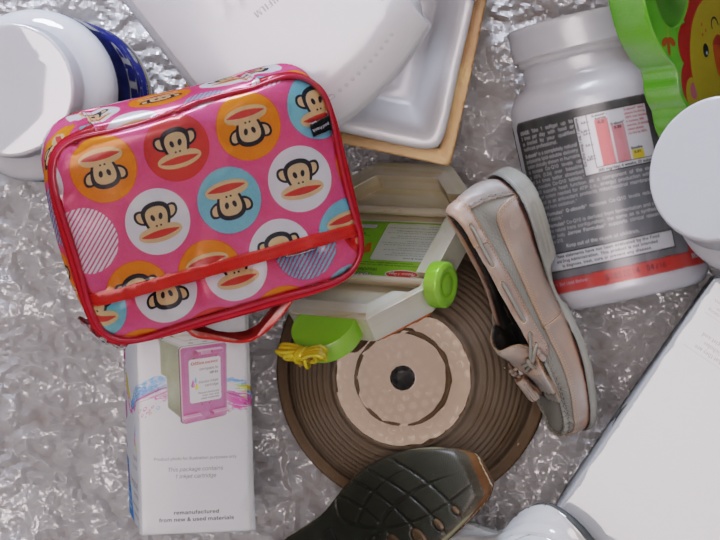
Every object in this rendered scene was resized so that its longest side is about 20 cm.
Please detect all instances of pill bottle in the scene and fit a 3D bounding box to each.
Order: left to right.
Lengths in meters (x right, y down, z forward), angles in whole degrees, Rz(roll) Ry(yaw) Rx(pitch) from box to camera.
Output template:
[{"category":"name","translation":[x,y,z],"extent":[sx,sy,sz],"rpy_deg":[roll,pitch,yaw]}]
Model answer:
[{"category":"pill bottle","translation":[-0.222,-0.122,1.704],"extent":[0.119,0.200,0.120],"rpy_deg":[0,92,7]},{"category":"pill bottle","translation":[0.170,-0.079,1.700],"extent":[0.116,0.116,0.200],"rpy_deg":[-12,90,7]},{"category":"pill bottle","translation":[0.277,-0.046,1.602],"extent":[0.116,0.200,0.116],"rpy_deg":[-8,74,31]}]

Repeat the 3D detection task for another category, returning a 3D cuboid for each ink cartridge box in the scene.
[{"category":"ink cartridge box","translation":[-0.124,0.079,1.717],"extent":[0.084,0.145,0.201],"rpy_deg":[-1,91,-9]}]

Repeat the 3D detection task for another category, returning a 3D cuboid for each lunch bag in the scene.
[{"category":"lunch bag","translation":[-0.103,-0.034,1.604],"extent":[0.200,0.082,0.177],"rpy_deg":[-16,106,-9]}]

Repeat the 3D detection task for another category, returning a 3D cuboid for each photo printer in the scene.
[{"category":"photo printer","translation":[-0.062,-0.188,1.667],"extent":[0.166,0.069,0.200],"rpy_deg":[-38,87,7]}]

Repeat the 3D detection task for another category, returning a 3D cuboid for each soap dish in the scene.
[{"category":"soap dish","translation":[-0.014,-0.172,1.738],"extent":[0.200,0.081,0.158],"rpy_deg":[12,93,7]}]

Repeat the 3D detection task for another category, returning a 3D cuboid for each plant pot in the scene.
[{"category":"plant pot","translation":[0.034,0.074,1.733],"extent":[0.200,0.093,0.201],"rpy_deg":[0,91,8]}]

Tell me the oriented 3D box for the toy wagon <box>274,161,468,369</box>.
[{"category":"toy wagon","translation":[0.000,0.000,1.697],"extent":[0.155,0.040,0.200],"rpy_deg":[4,48,32]}]

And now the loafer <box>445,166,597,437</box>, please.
[{"category":"loafer","translation":[0.107,0.029,1.670],"extent":[0.063,0.072,0.200],"rpy_deg":[-25,110,-22]}]

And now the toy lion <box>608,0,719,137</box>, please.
[{"category":"toy lion","translation":[0.223,-0.170,1.659],"extent":[0.069,0.200,0.192],"rpy_deg":[-4,78,32]}]

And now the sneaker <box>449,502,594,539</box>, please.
[{"category":"sneaker","translation":[0.084,0.221,1.688],"extent":[0.075,0.200,0.087],"rpy_deg":[45,58,-5]}]

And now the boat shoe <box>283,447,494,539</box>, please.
[{"category":"boat shoe","translation":[0.018,0.182,1.720],"extent":[0.200,0.074,0.076],"rpy_deg":[-34,72,34]}]

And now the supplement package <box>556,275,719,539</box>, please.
[{"category":"supplement package","translation":[0.239,0.116,1.697],"extent":[0.117,0.117,0.200],"rpy_deg":[34,94,5]}]
